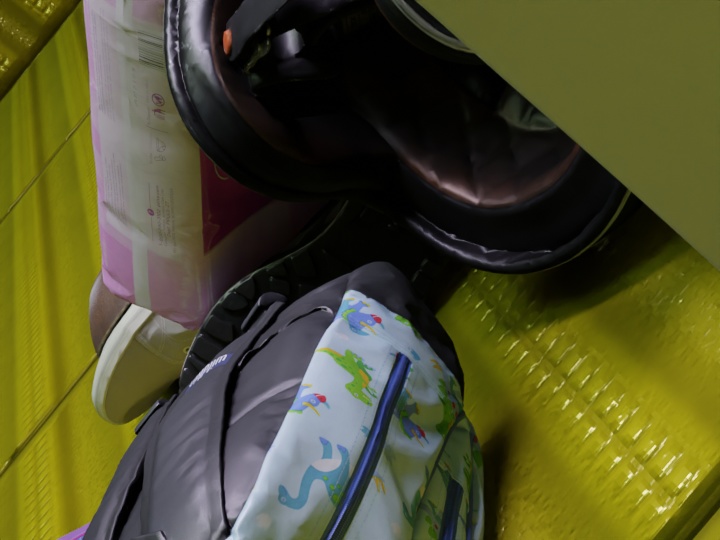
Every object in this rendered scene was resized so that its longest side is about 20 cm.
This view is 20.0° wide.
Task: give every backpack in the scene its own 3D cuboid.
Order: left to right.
[{"bbox_3d":[-0.032,0.103,0.682,0.163,0.154,0.200,-41,-3,15],"label":"backpack"}]

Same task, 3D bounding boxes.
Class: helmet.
[{"bbox_3d":[0.040,-0.104,0.780,0.200,0.189,0.202,-26,58,51],"label":"helmet"}]

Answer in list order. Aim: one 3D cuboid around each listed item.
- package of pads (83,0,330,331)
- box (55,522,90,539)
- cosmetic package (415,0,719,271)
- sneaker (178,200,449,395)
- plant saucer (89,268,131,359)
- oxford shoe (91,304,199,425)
[{"bbox_3d":[-0.062,-0.082,0.914,0.120,0.075,0.201,-41,-34,-37],"label":"package of pads"},{"bbox_3d":[-0.152,0.188,0.967,0.200,0.039,0.137,-30,27,51],"label":"box"},{"bbox_3d":[0.117,-0.121,0.615,0.123,0.199,0.201,-39,21,35],"label":"cosmetic package"},{"bbox_3d":[0.000,0.000,0.938,0.200,0.076,0.088,-46,2,5],"label":"sneaker"},{"bbox_3d":[-0.090,-0.032,1.166,0.200,0.032,0.200,-48,-2,-2],"label":"plant saucer"},{"bbox_3d":[-0.078,0.020,1.094,0.200,0.058,0.075,-50,-15,26],"label":"oxford shoe"}]
